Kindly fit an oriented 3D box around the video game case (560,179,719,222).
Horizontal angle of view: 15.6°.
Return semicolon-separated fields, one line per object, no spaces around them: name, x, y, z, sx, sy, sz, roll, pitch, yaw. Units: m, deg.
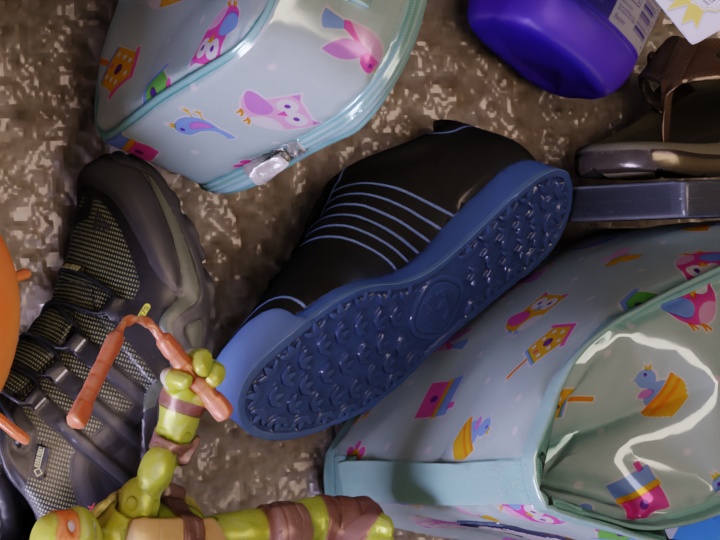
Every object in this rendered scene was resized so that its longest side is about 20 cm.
video game case;0.187;-0.033;1.201;0.200;0.143;0.019;-3;91;-29

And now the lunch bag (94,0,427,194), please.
lunch bag;-0.025;-0.130;1.060;0.077;0.160;0.200;30;60;-28

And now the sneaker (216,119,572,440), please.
sneaker;0.000;0.000;1.129;0.200;0.078;0.070;-33;137;-33

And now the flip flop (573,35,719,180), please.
flip flop;0.162;-0.085;1.206;0.200;0.081;0.058;-31;114;-44

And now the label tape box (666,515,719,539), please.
label tape box;0.217;0.167;1.217;0.200;0.143;0.066;47;69;-21

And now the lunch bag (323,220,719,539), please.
lunch bag;0.100;0.060;1.136;0.200;0.170;0.122;-27;102;-31

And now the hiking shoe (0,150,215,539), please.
hiking shoe;-0.120;0.050;1.070;0.101;0.076;0.200;4;89;-32

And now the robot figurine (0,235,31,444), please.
robot figurine;-0.215;0.013;0.995;0.200;0.144;0.117;14;100;-28

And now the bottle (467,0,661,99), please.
bottle;0.122;-0.180;1.209;0.084;0.065;0.200;36;73;-36

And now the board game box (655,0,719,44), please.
board game box;0.099;-0.207;1.094;0.200;0.034;0.135;48;32;-23

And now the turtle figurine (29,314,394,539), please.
turtle figurine;-0.073;0.125;1.039;0.161;0.064;0.200;16;85;-35
